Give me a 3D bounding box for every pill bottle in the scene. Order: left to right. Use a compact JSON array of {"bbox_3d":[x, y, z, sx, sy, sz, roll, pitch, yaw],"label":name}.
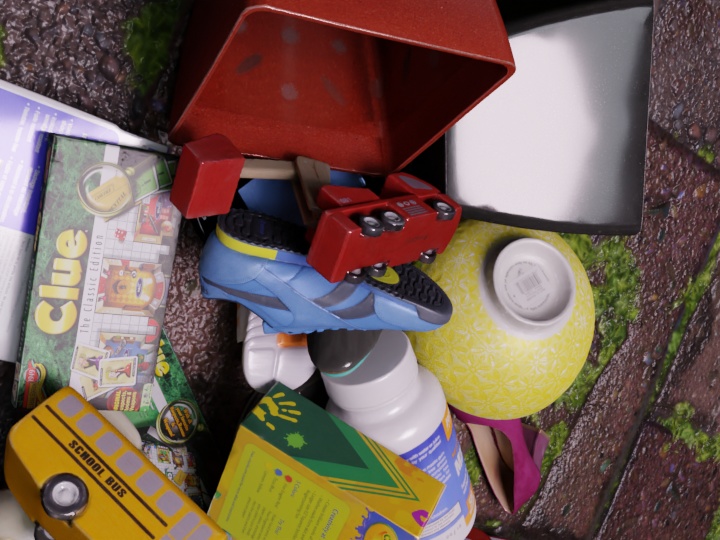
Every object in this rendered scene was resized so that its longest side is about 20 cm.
[{"bbox_3d":[0.032,0.154,0.823,0.111,0.112,0.202,-30,122,-21],"label":"pill bottle"}]

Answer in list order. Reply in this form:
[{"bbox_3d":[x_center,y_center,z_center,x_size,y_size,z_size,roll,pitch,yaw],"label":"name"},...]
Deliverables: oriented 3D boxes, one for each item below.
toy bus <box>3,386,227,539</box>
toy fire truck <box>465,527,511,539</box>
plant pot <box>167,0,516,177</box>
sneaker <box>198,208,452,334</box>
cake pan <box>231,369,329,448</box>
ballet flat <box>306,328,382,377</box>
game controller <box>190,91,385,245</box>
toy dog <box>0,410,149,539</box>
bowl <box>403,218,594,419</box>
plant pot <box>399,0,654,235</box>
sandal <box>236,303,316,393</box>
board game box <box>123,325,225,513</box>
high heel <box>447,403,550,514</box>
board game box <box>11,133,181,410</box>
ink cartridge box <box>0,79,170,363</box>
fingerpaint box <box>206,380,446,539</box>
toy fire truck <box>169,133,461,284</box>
[{"bbox_3d":[-0.163,0.179,0.633,0.078,0.199,0.065,-41,167,-43],"label":"toy bus"},{"bbox_3d":[0.149,0.364,0.944,0.201,0.165,0.114,-61,156,-56],"label":"toy fire truck"},{"bbox_3d":[-0.023,-0.201,0.685,0.197,0.199,0.179,6,71,-25],"label":"plant pot"},{"bbox_3d":[-0.028,0.018,0.711,0.197,0.066,0.079,17,115,-6],"label":"sneaker"},{"bbox_3d":[-0.029,0.174,0.889,0.197,0.037,0.204,-9,108,-29],"label":"cake pan"},{"bbox_3d":[0.000,0.000,0.786,0.201,0.067,0.069,-62,151,-47],"label":"ballet flat"},{"bbox_3d":[-0.051,-0.069,0.772,0.199,0.042,0.105,-40,100,-27],"label":"game controller"},{"bbox_3d":[-0.258,0.200,0.688,0.197,0.139,0.198,0,90,-21],"label":"toy dog"},{"bbox_3d":[0.139,0.026,0.836,0.197,0.108,0.204,5,71,-14],"label":"bowl"},{"bbox_3d":[0.124,-0.140,0.813,0.175,0.199,0.204,-7,107,-20],"label":"plant pot"},{"bbox_3d":[-0.070,0.005,0.810,0.078,0.059,0.210,13,75,-32],"label":"sandal"},{"bbox_3d":[-0.186,0.142,0.793,0.104,0.023,0.203,-27,116,-20],"label":"board game box"},{"bbox_3d":[0.137,0.190,0.973,0.199,0.067,0.097,35,74,-37],"label":"high heel"},{"bbox_3d":[-0.196,0.006,0.690,0.103,0.023,0.203,6,100,-28],"label":"board game box"},{"bbox_3d":[-0.266,-0.034,0.683,0.198,0.043,0.201,19,93,-32],"label":"ink cartridge box"},{"bbox_3d":[-0.043,0.222,0.775,0.073,0.165,0.202,-45,161,-55],"label":"fingerpaint box"},{"bbox_3d":[-0.028,-0.052,0.698,0.199,0.141,0.049,-15,137,-48],"label":"toy fire truck"}]
